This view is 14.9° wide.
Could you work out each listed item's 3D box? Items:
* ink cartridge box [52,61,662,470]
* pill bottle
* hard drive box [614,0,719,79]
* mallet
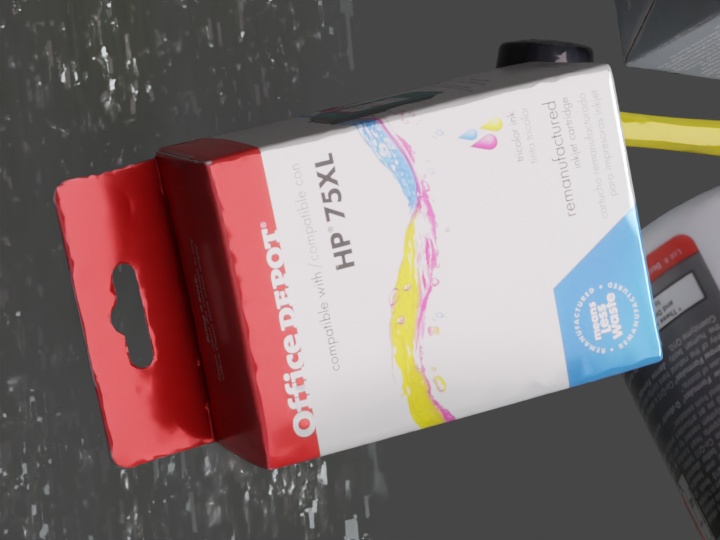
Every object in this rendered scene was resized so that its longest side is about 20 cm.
[{"bbox_3d":[0.000,0.000,1.005,0.200,0.067,0.116,-15,101,-18],"label":"ink cartridge box"},{"bbox_3d":[0.179,0.070,1.063,0.116,0.116,0.200,-10,64,-31],"label":"pill bottle"},{"bbox_3d":[0.196,-0.154,1.109,0.200,0.077,0.156,5,71,-33],"label":"hard drive box"},{"bbox_3d":[0.143,-0.043,1.105,0.200,0.041,0.066,12,90,-18],"label":"mallet"}]
